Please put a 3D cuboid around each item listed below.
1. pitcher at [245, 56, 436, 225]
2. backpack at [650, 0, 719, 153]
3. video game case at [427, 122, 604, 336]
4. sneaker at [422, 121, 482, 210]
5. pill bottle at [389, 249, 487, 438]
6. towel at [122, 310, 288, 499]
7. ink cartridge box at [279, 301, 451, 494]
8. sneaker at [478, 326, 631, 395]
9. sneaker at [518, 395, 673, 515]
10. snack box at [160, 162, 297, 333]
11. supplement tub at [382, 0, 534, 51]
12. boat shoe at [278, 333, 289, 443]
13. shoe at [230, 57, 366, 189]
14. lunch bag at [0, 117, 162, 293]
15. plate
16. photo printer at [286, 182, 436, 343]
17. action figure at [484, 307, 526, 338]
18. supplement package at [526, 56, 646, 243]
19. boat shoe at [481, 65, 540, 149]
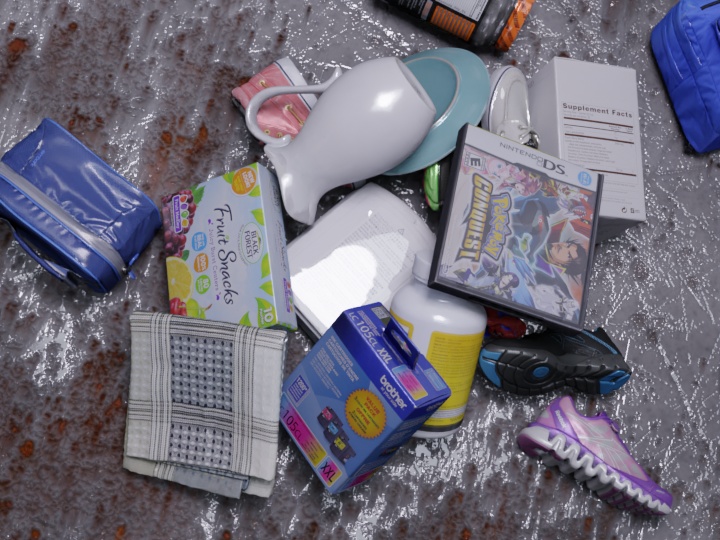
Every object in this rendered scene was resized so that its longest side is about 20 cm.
[{"bbox_3d":[-0.028,-0.176,1.111,0.200,0.121,0.172,-35,82,16],"label":"pitcher"},{"bbox_3d":[0.494,-0.285,1.248,0.162,0.168,0.200,-15,75,-17],"label":"backpack"},{"bbox_3d":[0.177,-0.047,1.058,0.181,0.026,0.200,19,67,-13],"label":"video game case"},{"bbox_3d":[0.134,-0.158,1.198,0.084,0.077,0.200,20,61,10],"label":"sneaker"},{"bbox_3d":[0.083,0.083,1.097,0.112,0.112,0.200,11,107,-4],"label":"pill bottle"},{"bbox_3d":[-0.179,0.152,1.066,0.192,0.035,0.200,8,101,14],"label":"towel"},{"bbox_3d":[0.004,0.130,1.047,0.076,0.200,0.136,-10,55,-53],"label":"ink cartridge box"},{"bbox_3d":[0.229,0.104,1.159,0.200,0.073,0.082,8,44,-22],"label":"sneaker"},{"bbox_3d":[0.295,0.220,1.149,0.200,0.080,0.089,32,67,3],"label":"sneaker"},{"bbox_3d":[-0.157,-0.010,1.119,0.142,0.053,0.200,-17,69,20],"label":"snack box"},{"bbox_3d":[0.126,-0.374,1.246,0.200,0.123,0.123,27,75,0],"label":"supplement tub"},{"bbox_3d":[-0.128,0.137,1.131,0.067,0.074,0.200,2,75,22],"label":"boat shoe"},{"bbox_3d":[-0.080,-0.169,1.204,0.091,0.071,0.200,-33,79,-8],"label":"shoe"},{"bbox_3d":[-0.334,-0.061,1.111,0.200,0.136,0.132,39,76,2],"label":"lunch bag"},{"bbox_3d":[0.066,-0.207,1.185,0.200,0.026,0.200,-17,52,24],"label":"plate"},{"bbox_3d":[0.000,0.000,1.168,0.200,0.069,0.166,-42,85,-14],"label":"photo printer"},{"bbox_3d":[0.141,0.034,1.148,0.099,0.065,0.200,-35,111,-39],"label":"action figure"},{"bbox_3d":[0.271,-0.147,1.200,0.120,0.121,0.200,5,75,-17],"label":"supplement package"},{"bbox_3d":[0.190,-0.151,1.160,0.071,0.070,0.200,6,89,-36],"label":"boat shoe"}]
